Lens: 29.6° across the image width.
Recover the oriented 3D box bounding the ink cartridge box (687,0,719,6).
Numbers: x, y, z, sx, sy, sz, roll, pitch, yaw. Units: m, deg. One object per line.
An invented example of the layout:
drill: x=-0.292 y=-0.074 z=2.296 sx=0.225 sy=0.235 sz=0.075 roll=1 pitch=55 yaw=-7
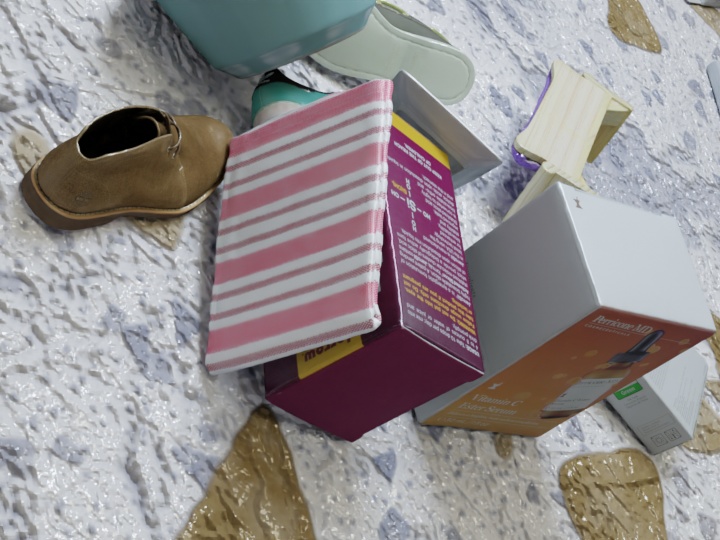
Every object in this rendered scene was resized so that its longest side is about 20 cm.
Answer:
ink cartridge box: x=0.509 y=-0.442 z=1.941 sx=0.199 sy=0.068 sz=0.117 roll=-9 pitch=69 yaw=-49

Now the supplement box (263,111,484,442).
supplement box: x=0.000 y=0.000 z=0.996 sx=0.103 sy=0.130 sz=0.202 roll=31 pitch=40 yaw=-43

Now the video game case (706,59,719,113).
video game case: x=0.540 y=-0.165 z=1.798 sx=0.181 sy=0.023 sz=0.202 roll=22 pitch=48 yaw=-35

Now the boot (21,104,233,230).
boot: x=-0.143 y=-0.083 z=0.966 sx=0.074 sy=0.075 sz=0.199 roll=54 pitch=35 yaw=8

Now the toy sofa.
toy sofa: x=0.192 y=-0.115 z=1.338 sx=0.097 sy=0.083 sz=0.201 roll=32 pitch=40 yaw=-2

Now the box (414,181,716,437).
box: x=0.148 y=0.039 z=1.077 sx=0.151 sy=0.199 sz=0.108 roll=11 pitch=53 yaw=-40

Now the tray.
tray: x=0.050 y=-0.105 z=1.128 sx=0.107 sy=0.200 sz=0.022 roll=43 pitch=81 yaw=-4

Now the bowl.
bowl: x=-0.065 y=-0.223 z=1.084 sx=0.201 sy=0.199 sz=0.106 roll=-39 pitch=111 yaw=-53

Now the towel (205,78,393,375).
towel: x=-0.039 y=-0.030 z=0.955 sx=0.030 sy=0.145 sz=0.203 roll=33 pitch=50 yaw=-43

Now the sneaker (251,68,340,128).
sneaker: x=-0.007 y=-0.102 z=1.128 sx=0.199 sy=0.071 sz=0.081 roll=31 pitch=37 yaw=-35

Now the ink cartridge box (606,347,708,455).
ink cartridge box: x=0.243 y=0.061 z=1.273 sx=0.200 sy=0.050 sz=0.109 roll=48 pitch=38 yaw=-14

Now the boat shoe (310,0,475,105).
boat shoe: x=0.009 y=-0.210 z=1.234 sx=0.200 sy=0.073 sz=0.060 roll=22 pitch=18 yaw=-20
